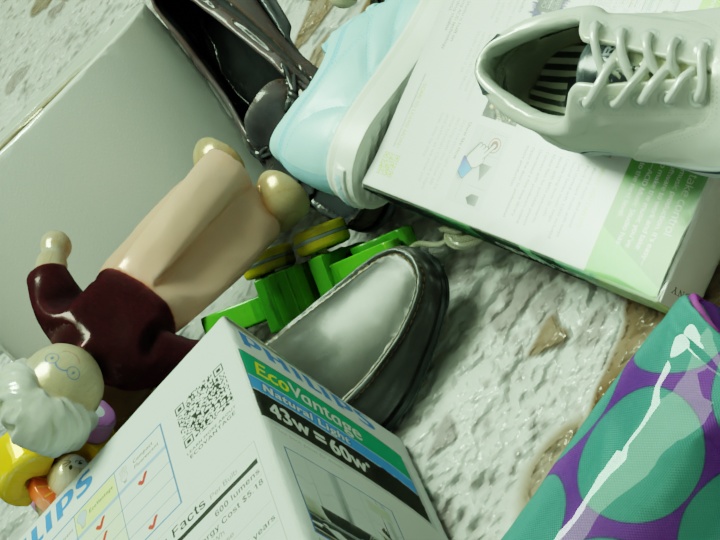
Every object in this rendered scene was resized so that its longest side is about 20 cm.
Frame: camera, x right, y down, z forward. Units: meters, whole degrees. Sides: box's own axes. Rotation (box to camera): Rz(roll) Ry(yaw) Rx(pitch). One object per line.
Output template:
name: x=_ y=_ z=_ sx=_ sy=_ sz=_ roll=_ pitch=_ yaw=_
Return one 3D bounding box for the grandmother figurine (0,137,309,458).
grandmother figurine: x=-0.113 y=0.015 z=0.980 sx=0.121 sy=0.061 sz=0.200 roll=21 pitch=50 yaw=21

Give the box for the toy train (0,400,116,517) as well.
toy train: x=-0.170 y=0.143 z=1.003 sx=0.199 sy=0.151 sz=0.056 roll=-18 pitch=49 yaw=-19

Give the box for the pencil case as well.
pencil case: x=0.100 y=0.112 z=0.740 sx=0.200 sy=0.092 sz=0.085 roll=-53 pitch=27 yaw=2

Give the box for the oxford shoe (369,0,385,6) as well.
oxford shoe: x=0.046 y=-0.149 z=1.124 sx=0.084 sy=0.072 sz=0.202 roll=-1 pitch=70 yaw=52

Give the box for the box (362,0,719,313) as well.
box: x=0.102 y=-0.074 z=0.923 sx=0.199 sy=0.036 sz=0.145 roll=24 pitch=90 yaw=46

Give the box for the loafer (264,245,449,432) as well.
loafer: x=-0.034 y=0.066 z=0.984 sx=0.200 sy=0.072 sz=0.073 roll=-52 pitch=51 yaw=8

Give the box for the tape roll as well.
tape roll: x=-0.151 y=-0.038 z=1.158 sx=0.203 sy=0.139 sz=0.203 roll=-42 pitch=13 yaw=12

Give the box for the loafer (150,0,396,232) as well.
loafer: x=-0.054 y=-0.096 z=1.099 sx=0.200 sy=0.063 sz=0.072 roll=55 pitch=128 yaw=29

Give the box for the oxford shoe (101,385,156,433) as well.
oxford shoe: x=-0.157 y=0.096 z=1.071 sx=0.071 sy=0.071 sz=0.201 roll=-34 pitch=-23 yaw=-36

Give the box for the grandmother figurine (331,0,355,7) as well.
grandmother figurine: x=0.004 y=-0.205 z=1.062 sx=0.200 sy=0.060 sz=0.122 roll=178 pitch=86 yaw=-67

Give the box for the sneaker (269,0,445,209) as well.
sneaker: x=0.022 y=-0.124 z=1.039 sx=0.082 sy=0.074 sz=0.200 roll=21 pitch=60 yaw=32

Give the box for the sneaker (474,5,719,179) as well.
sneaker: x=0.121 y=-0.074 z=0.802 sx=0.199 sy=0.070 sz=0.074 roll=-2 pitch=81 yaw=56

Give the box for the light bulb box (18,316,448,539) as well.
light bulb box: x=-0.062 y=0.165 z=0.882 sx=0.198 sy=0.125 sz=0.200 roll=-47 pitch=29 yaw=12

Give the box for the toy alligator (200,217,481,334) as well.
toy alligator: x=0.000 y=0.000 z=1.051 sx=0.199 sy=0.060 sz=0.054 roll=-23 pitch=-2 yaw=34
